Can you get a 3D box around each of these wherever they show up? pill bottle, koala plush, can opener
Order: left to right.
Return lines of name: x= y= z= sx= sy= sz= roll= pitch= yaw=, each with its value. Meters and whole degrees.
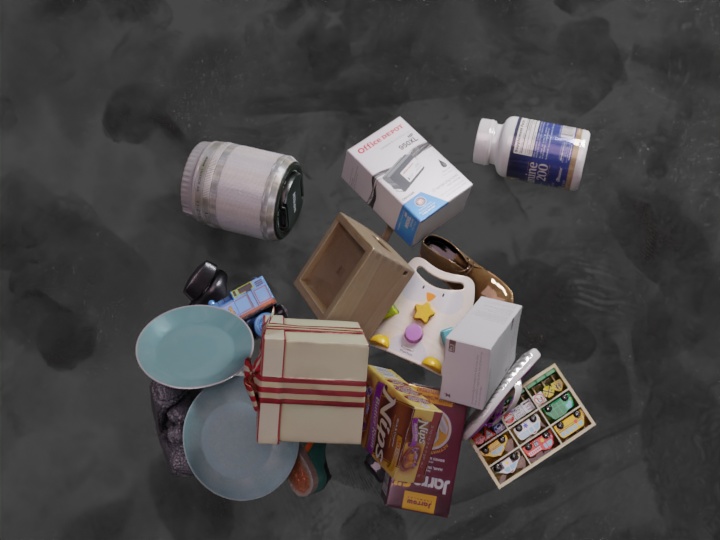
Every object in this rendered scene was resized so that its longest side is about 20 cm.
can opener: x=-0.314 y=0.079 z=1.651 sx=0.078 sy=0.063 sz=0.201 roll=33 pitch=89 yaw=-11
koala plush: x=-0.255 y=0.254 z=1.552 sx=0.198 sy=0.184 sz=0.180 roll=-15 pitch=79 yaw=-19
pill bottle: x=0.310 y=-0.218 z=1.622 sx=0.197 sy=0.111 sz=0.112 roll=13 pitch=75 yaw=12

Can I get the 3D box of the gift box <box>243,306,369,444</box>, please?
gift box: x=-0.090 y=0.153 z=1.393 sx=0.184 sy=0.185 sz=0.203 roll=2 pitch=94 yaw=-7

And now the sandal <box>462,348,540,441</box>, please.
sandal: x=0.245 y=0.215 z=1.489 sx=0.050 sy=0.083 sz=0.203 roll=41 pitch=75 yaw=5

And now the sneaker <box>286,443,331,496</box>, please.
sneaker: x=-0.109 y=0.288 z=1.542 sx=0.071 sy=0.080 sz=0.202 roll=-27 pitch=77 yaw=30

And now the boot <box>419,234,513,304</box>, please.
boot: x=0.187 y=0.006 z=1.590 sx=0.199 sy=0.076 sz=0.074 roll=35 pitch=77 yaw=15

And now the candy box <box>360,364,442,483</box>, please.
candy box: x=0.051 y=0.238 z=1.404 sx=0.056 sy=0.200 sz=0.118 roll=12 pitch=97 yaw=-25

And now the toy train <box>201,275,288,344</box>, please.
toy train: x=-0.231 y=0.097 z=1.604 sx=0.198 sy=0.087 sz=0.115 roll=-28 pitch=85 yaw=-9

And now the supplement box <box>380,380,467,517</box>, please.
supplement box: x=0.107 y=0.294 z=1.478 sx=0.109 sy=0.086 sz=0.203 roll=11 pitch=85 yaw=-2

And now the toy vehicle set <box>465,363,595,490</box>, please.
toy vehicle set: x=0.285 y=0.266 z=1.520 sx=0.199 sy=0.027 sz=0.125 roll=-33 pitch=71 yaw=-3

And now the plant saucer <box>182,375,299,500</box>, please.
plant saucer: x=-0.199 y=0.277 z=1.461 sx=0.198 sy=0.039 sz=0.204 roll=9 pitch=68 yaw=-23

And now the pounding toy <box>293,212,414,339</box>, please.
pounding toy: x=0.000 y=0.000 z=1.570 sx=0.185 sy=0.141 sz=0.200 roll=-55 pitch=34 yaw=10

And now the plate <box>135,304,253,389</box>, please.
plate: x=-0.279 y=0.133 z=1.499 sx=0.197 sy=0.026 sz=0.201 roll=3 pitch=40 yaw=-3

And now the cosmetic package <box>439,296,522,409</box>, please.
cosmetic package: x=0.200 y=0.132 z=1.468 sx=0.080 sy=0.200 sz=0.114 roll=12 pitch=114 yaw=20

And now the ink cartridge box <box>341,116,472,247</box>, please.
ink cartridge box: x=0.083 y=-0.166 z=1.631 sx=0.144 sy=0.085 sz=0.200 roll=-35 pitch=70 yaw=-27

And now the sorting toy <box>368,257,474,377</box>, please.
sorting toy: x=0.113 y=0.077 z=1.558 sx=0.198 sy=0.107 sz=0.182 roll=21 pitch=79 yaw=14

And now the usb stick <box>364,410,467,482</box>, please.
usb stick: x=0.096 y=0.289 z=1.537 sx=0.199 sy=0.033 sz=0.056 roll=-38 pitch=77 yaw=-5

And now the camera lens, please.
camera lens: x=-0.213 y=-0.148 z=1.650 sx=0.197 sy=0.160 sz=0.162 roll=14 pitch=75 yaw=12
